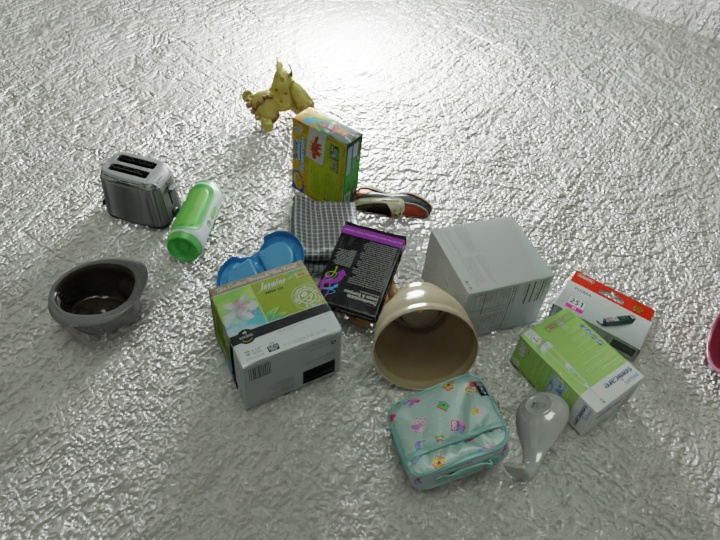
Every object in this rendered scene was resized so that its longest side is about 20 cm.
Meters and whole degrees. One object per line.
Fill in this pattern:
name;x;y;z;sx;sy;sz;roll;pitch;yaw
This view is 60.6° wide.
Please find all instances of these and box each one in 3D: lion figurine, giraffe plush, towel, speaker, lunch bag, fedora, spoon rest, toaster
lion figurine;0.040;0.077;1.290;0.196;0.073;0.124;-19;60;-4
giraffe plush;-0.233;-0.473;1.732;0.161;0.200;0.173;-38;59;-1
towel;-0.082;-0.085;1.409;0.161;0.087;0.203;0;46;-8
speaker;-0.375;-0.116;1.406;0.086;0.090;0.203;8;46;1
lunch bag;0.155;0.279;1.065;0.196;0.078;0.162;-20;44;-3
fedora;-0.506;0.063;1.215;0.195;0.091;0.179;-7;45;-4
spoon rest;0.312;0.295;1.106;0.098;0.062;0.200;-2;33;38
toaster;-0.517;-0.189;1.429;0.196;0.131;0.115;15;45;9

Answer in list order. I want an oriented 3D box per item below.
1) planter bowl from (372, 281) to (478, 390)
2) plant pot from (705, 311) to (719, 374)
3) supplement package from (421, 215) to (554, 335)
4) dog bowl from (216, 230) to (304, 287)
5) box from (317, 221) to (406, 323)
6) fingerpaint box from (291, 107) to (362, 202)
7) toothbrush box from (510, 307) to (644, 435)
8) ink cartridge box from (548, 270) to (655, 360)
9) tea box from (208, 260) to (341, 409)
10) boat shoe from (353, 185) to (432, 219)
planter bowl;0.117;0.109;1.179;0.195;0.204;0.136;3;35;-4
plant pot;0.830;0.157;1.222;0.176;0.201;0.202;28;47;-2
supplement package;0.263;0.013;1.310;0.196;0.149;0.193;-10;48;-16
dog bowl;-0.204;0.003;1.287;0.198;0.050;0.113;-32;71;-3
box;0.000;0.000;1.279;0.140;0.036;0.203;15;60;15
fingerpaint box;-0.085;-0.267;1.502;0.165;0.203;0.073;30;48;22
toothbrush box;0.417;0.191;1.200;0.144;0.087;0.200;-24;52;-27
ink cartridge box;0.538;0.081;1.350;0.198;0.044;0.174;30;51;21
tea box;-0.163;0.116;1.172;0.197;0.135;0.198;-19;50;-22
boat shoe;0.077;-0.156;1.505;0.196;0.072;0.063;14;52;10
